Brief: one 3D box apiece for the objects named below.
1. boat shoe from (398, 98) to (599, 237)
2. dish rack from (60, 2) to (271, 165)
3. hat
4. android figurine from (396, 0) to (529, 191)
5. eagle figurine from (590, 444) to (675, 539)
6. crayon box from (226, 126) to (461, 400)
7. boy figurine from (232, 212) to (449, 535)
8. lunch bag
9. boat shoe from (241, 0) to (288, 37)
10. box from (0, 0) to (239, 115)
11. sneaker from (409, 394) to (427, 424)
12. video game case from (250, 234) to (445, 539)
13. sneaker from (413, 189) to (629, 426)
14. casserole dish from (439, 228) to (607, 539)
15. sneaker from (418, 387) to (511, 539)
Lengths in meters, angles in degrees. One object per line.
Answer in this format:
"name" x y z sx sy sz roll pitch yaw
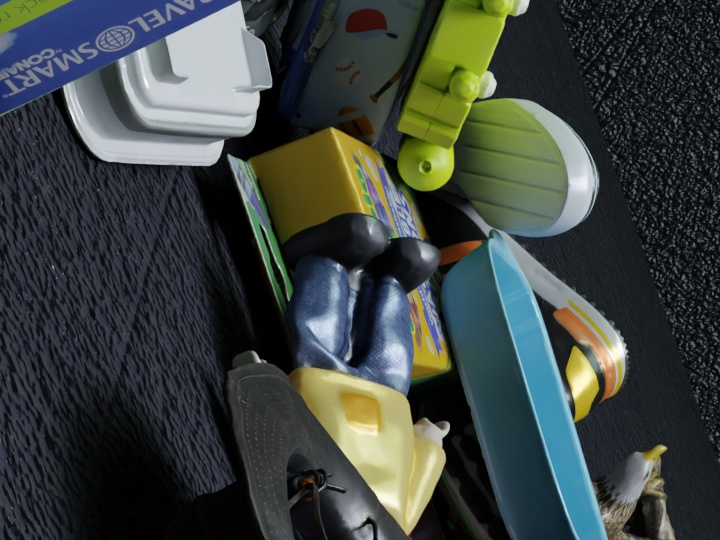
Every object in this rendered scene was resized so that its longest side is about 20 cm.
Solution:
"boat shoe" 0.092 -0.063 1.435 0.200 0.071 0.072 -149 -112 -63
"dish rack" -0.093 -0.150 1.140 0.172 0.043 0.201 -4 81 -70
"hat" -0.027 0.138 0.974 0.201 0.081 0.201 58 10 -17
"android figurine" 0.059 -0.131 1.350 0.200 0.041 0.183 -91 -158 -80
"eagle figurine" 0.138 0.157 1.671 0.200 0.151 0.152 8 13 -44
"crayon box" 0.000 0.000 1.313 0.200 0.051 0.126 14 56 -75
"boy figurine" -0.008 0.075 1.153 0.124 0.064 0.201 28 51 -34
"lunch bag" -0.001 -0.146 1.403 0.200 0.075 0.161 -97 -152 -80
"boat shoe" -0.069 -0.158 1.365 0.200 0.072 0.068 -88 -166 -78
"box" -0.118 -0.126 0.886 0.200 0.122 0.048 50 18 -58
"sneaker" 0.072 0.130 1.525 0.200 0.076 0.088 65 -19 13
"video game case" -0.001 0.076 1.350 0.143 0.017 0.201 0 70 -77
"sneaker" 0.057 0.022 1.480 0.200 0.090 0.070 37 -42 22
"casserole dish" 0.086 0.076 1.362 0.121 0.039 0.201 42 32 -68
"sneaker" 0.073 0.163 1.425 0.077 0.089 0.200 -25 87 -47
